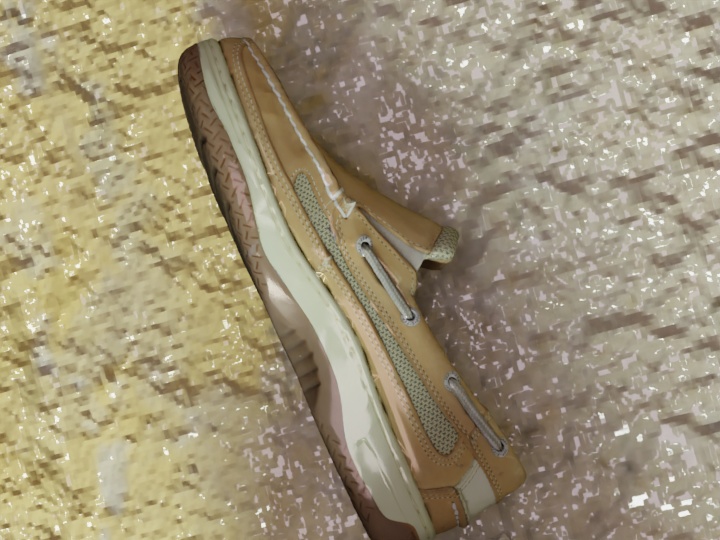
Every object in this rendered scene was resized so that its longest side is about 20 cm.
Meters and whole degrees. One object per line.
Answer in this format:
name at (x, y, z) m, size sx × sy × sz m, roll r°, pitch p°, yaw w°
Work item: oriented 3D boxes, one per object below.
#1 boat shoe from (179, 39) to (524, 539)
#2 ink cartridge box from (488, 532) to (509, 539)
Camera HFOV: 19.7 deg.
boat shoe at (0.000, 0.000, 0.771) m, size 0.076 × 0.072 × 0.201 m, roll -24°, pitch 94°, yaw -3°
ink cartridge box at (0.042, 0.218, 0.736) m, size 0.128 × 0.125 × 0.201 m, roll -32°, pitch 85°, yaw 11°
